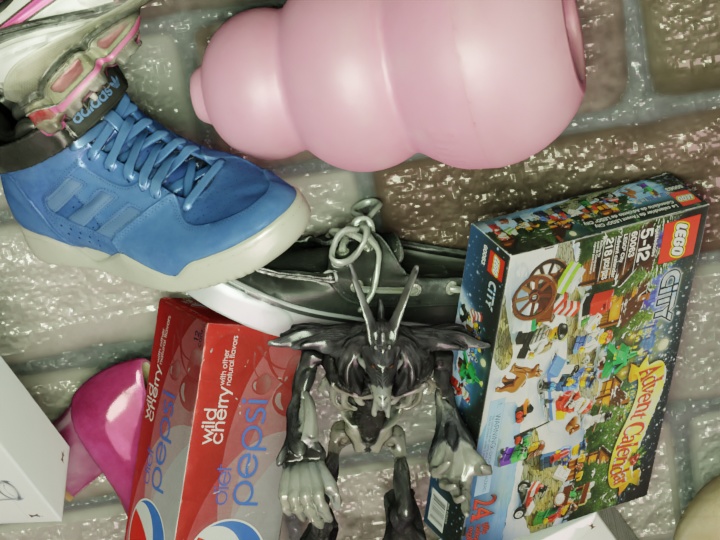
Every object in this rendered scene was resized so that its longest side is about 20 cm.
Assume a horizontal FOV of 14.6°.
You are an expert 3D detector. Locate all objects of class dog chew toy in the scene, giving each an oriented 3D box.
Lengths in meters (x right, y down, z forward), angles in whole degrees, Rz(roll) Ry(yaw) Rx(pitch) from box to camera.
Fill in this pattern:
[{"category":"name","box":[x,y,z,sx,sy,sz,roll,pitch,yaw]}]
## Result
[{"category":"dog chew toy","box":[0.011,-0.105,1.432,0.199,0.125,0.125,-10,123,11]}]

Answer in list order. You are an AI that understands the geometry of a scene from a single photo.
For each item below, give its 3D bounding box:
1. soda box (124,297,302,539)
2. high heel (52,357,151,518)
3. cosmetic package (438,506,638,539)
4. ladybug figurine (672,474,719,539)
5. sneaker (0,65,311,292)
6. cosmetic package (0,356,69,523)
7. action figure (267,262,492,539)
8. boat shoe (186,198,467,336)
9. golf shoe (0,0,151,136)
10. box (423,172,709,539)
[{"category":"soda box","box":[-0.084,0.119,1.551,0.070,0.063,0.201,4,100,-30]},{"category":"high heel","box":[-0.089,0.132,1.608,0.200,0.067,0.096,45,122,-13]},{"category":"cosmetic package","box":[0.069,0.199,1.670,0.200,0.051,0.083,-29,119,14]},{"category":"ladybug figurine","box":[0.278,0.153,1.640,0.199,0.072,0.136,1,122,-3]},{"category":"sneaker","box":[-0.119,-0.057,1.434,0.200,0.077,0.111,8,133,46]},{"category":"cosmetic package","box":[-0.256,0.077,1.486,0.150,0.052,0.200,-5,151,12]},{"category":"action figure","box":[0.010,0.094,1.492,0.118,0.102,0.200,-4,133,-8]},{"category":"boat shoe","box":[0.001,0.001,1.525,0.199,0.074,0.068,14,115,-15]},{"category":"golf shoe","box":[-0.117,-0.166,1.384,0.092,0.073,0.200,42,83,-6]},{"category":"box","box":[0.112,0.052,1.548,0.136,0.038,0.200,-14,129,-30]}]
